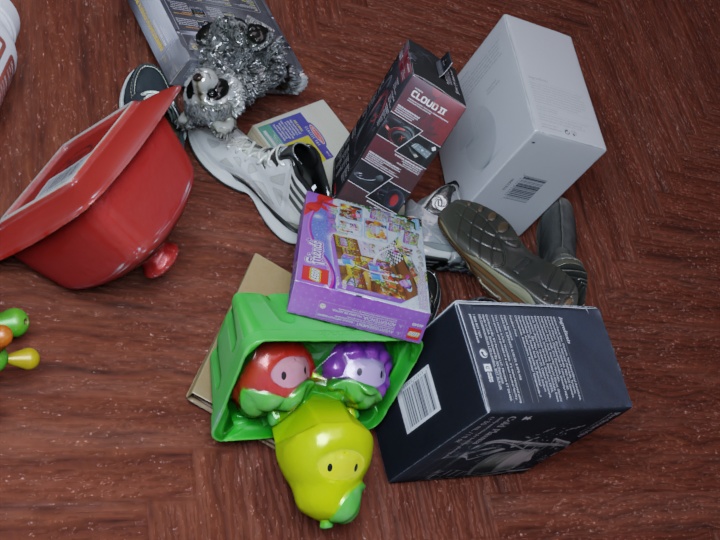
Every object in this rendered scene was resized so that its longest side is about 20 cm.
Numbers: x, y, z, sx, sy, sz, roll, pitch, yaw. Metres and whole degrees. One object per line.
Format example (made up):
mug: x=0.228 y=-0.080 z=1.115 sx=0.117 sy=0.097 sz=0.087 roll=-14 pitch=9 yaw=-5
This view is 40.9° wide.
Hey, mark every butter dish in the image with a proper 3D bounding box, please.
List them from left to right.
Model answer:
butter dish: x=-0.239 y=-0.054 z=0.952 sx=0.148 sy=0.198 sz=0.201 roll=50 pitch=41 yaw=-25

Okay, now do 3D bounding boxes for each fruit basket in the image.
fruit basket: x=-0.039 y=0.131 z=0.934 sx=0.212 sy=0.157 sz=0.217 roll=18 pitch=34 yaw=-13

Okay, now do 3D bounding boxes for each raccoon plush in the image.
raccoon plush: x=-0.125 y=-0.198 z=1.110 sx=0.199 sy=0.096 sz=0.136 roll=22 pitch=80 yaw=-49

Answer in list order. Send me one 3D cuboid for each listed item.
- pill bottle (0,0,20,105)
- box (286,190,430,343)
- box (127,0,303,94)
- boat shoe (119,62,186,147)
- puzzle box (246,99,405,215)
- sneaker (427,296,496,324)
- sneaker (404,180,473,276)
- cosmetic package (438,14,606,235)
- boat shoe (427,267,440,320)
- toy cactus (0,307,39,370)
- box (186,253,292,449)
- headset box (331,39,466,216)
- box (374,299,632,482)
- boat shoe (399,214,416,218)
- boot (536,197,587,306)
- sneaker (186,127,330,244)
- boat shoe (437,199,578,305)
pill bottle: x=-0.410 y=-0.193 z=0.961 sx=0.111 sy=0.112 sz=0.202 roll=21 pitch=49 yaw=-19
box: x=-0.001 y=-0.009 z=0.998 sx=0.135 sy=0.040 sz=0.201 roll=14 pitch=29 yaw=-7
box: x=-0.182 y=-0.301 z=1.202 sx=0.198 sy=0.048 sz=0.160 roll=-8 pitch=65 yaw=-50
boat shoe: x=-0.230 y=-0.164 z=1.093 sx=0.075 sy=0.060 sz=0.203 roll=3 pitch=57 yaw=-29
puzzle box: x=-0.037 y=-0.117 z=1.211 sx=0.132 sy=0.025 sz=0.201 roll=-28 pitch=77 yaw=-42
sneaker: x=0.143 y=0.071 z=1.142 sx=0.198 sy=0.104 sz=0.061 roll=-11 pitch=65 yaw=-37
sneaker: x=0.141 y=-0.056 z=1.232 sx=0.197 sy=0.075 sz=0.118 roll=8 pitch=73 yaw=-28
cosmetic package: x=0.204 y=-0.191 z=1.300 sx=0.121 sy=0.200 sz=0.203 roll=9 pitch=55 yaw=-27
boat shoe: x=0.058 y=0.045 z=1.120 sx=0.069 sy=0.057 sz=0.200 roll=44 pitch=35 yaw=-2
toy cactus: x=-0.379 y=0.074 z=0.818 sx=0.164 sy=0.103 sz=0.201 roll=34 pitch=55 yaw=6
box: x=-0.079 y=0.094 z=1.037 sx=0.162 sy=0.021 sz=0.202 roll=31 pitch=48 yaw=-12
headset box: x=0.046 y=-0.164 z=1.115 sx=0.074 sy=0.201 sz=0.149 roll=27 pitch=23 yaw=-14
box: x=0.141 y=0.132 z=1.032 sx=0.194 sy=0.200 sz=0.126 roll=1 pitch=60 yaw=-31
boat shoe: x=0.000 y=0.000 z=1.113 sx=0.200 sy=0.056 sz=0.068 roll=-43 pitch=122 yaw=-40
boot: x=0.251 y=0.020 z=1.259 sx=0.071 sy=0.185 sz=0.201 roll=10 pitch=23 yaw=-4
sneaker: x=-0.108 y=-0.135 z=1.114 sx=0.200 sy=0.115 sz=0.076 roll=44 pitch=46 yaw=2
boat shoe: x=0.166 y=0.001 z=1.146 sx=0.075 sy=0.074 sz=0.200 roll=-31 pitch=64 yaw=-29
